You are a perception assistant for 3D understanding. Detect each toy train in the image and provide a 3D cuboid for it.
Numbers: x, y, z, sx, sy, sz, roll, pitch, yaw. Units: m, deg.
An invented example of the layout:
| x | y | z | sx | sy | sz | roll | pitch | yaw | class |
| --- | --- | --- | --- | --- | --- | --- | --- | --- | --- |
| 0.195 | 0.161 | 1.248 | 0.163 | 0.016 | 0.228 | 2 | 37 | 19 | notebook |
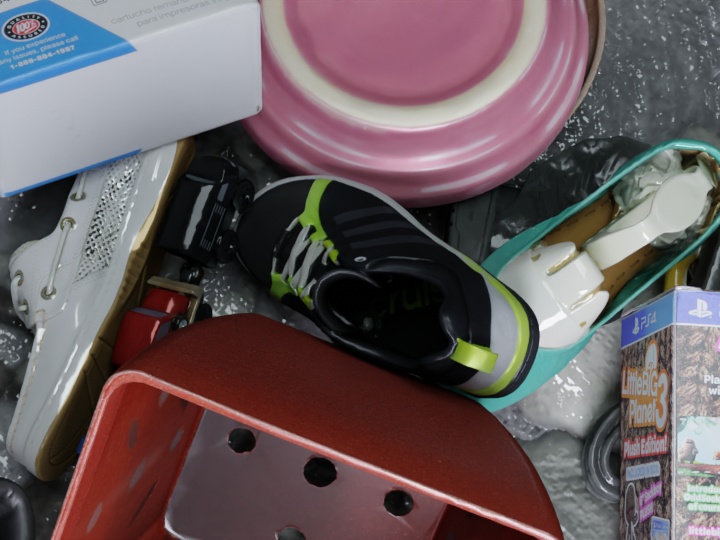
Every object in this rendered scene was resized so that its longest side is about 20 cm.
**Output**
| x | y | z | sx | sy | sz | roll | pitch | yaw | class |
| --- | --- | --- | --- | --- | --- | --- | --- | --- | --- |
| -0.100 | 0.036 | 1.022 | 0.034 | 0.046 | 0.200 | 14 | 82 | 28 | toy train |

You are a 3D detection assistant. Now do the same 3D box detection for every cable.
| x | y | z | sx | sy | sz | roll | pitch | yaw | class |
| --- | --- | --- | --- | --- | --- | --- | --- | --- | --- |
| 0.183 | 0.041 | 1.111 | 0.097 | 0.050 | 0.200 | 27 | 78 | -15 | cable |

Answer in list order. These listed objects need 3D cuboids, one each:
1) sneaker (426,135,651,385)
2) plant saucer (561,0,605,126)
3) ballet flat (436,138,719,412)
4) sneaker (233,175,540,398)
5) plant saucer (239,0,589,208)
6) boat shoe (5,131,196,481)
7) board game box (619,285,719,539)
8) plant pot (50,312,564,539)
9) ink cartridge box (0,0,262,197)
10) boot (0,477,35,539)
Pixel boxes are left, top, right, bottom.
| x | y | z | sx | sy | sz | roll | pitch | yaw | class |
| --- | --- | --- | --- | --- | --- | --- | --- | --- | --- |
| 0.092 | 0.016 | 1.082 | 0.104 | 0.060 | 0.200 | 10 | 64 | -2 | sneaker |
| 0.034 | -0.134 | 1.132 | 0.200 | 0.037 | 0.201 | 0 | 68 | -1 | plant saucer |
| 0.115 | -0.006 | 1.028 | 0.200 | 0.070 | 0.067 | -39 | 86 | -24 | ballet flat |
| 0.000 | 0.000 | 0.992 | 0.200 | 0.083 | 0.072 | 25 | 99 | 38 | sneaker |
| 0.023 | -0.133 | 1.086 | 0.200 | 0.051 | 0.201 | 0 | 69 | 0 | plant saucer |
| -0.146 | 0.009 | 1.042 | 0.069 | 0.071 | 0.200 | 16 | 65 | 7 | boat shoe |
| 0.217 | 0.117 | 1.025 | 0.159 | 0.097 | 0.200 | 4 | 80 | -9 | board game box |
| -0.029 | 0.129 | 0.932 | 0.200 | 0.200 | 0.176 | 22 | 22 | 0 | plant pot |
| -0.157 | -0.151 | 1.057 | 0.146 | 0.084 | 0.200 | -21 | 55 | -18 | ink cartridge box |
| -0.215 | 0.177 | 0.876 | 0.072 | 0.144 | 0.200 | 38 | 64 | -37 | boot |
